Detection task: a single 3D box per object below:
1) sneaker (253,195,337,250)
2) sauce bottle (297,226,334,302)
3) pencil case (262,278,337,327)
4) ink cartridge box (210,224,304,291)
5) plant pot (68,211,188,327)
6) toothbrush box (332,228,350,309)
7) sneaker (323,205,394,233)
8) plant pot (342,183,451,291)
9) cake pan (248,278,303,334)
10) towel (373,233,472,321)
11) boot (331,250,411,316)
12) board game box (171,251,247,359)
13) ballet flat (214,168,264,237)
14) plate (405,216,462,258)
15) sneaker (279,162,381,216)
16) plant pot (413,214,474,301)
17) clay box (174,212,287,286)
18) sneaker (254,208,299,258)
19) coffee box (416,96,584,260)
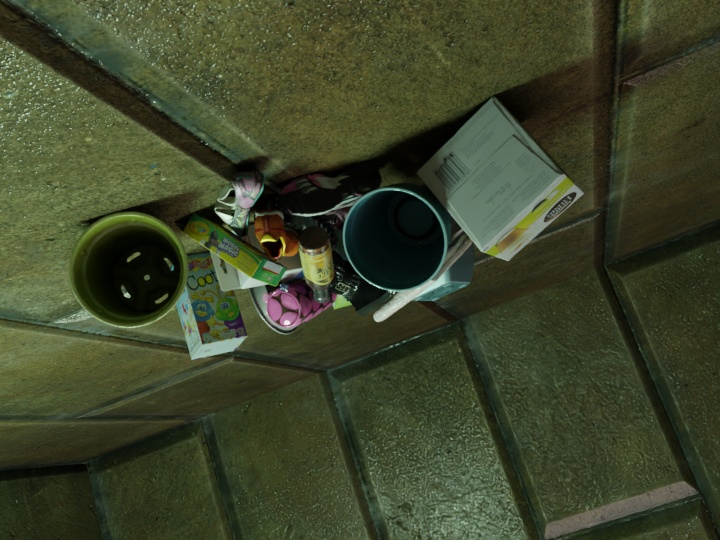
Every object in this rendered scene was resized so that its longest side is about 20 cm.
[{"bbox_3d":[-0.133,-0.087,1.600,0.090,0.067,0.200,-17,149,37],"label":"sneaker"},{"bbox_3d":[-0.084,-0.006,1.601,0.066,0.066,0.200,-17,146,-6],"label":"sauce bottle"},{"bbox_3d":[-0.128,0.059,1.727,0.094,0.091,0.200,21,-165,18],"label":"pencil case"},{"bbox_3d":[-0.200,-0.034,1.650,0.200,0.116,0.067,-11,164,-29],"label":"ink cartridge box"},{"bbox_3d":[-0.405,0.007,1.453,0.200,0.201,0.184,-17,176,-7],"label":"plant pot"},{"bbox_3d":[-0.031,-0.011,1.881,0.086,0.146,0.200,-14,165,-16],"label":"toothbrush box"},{"bbox_3d":[-0.006,-0.095,1.668,0.200,0.116,0.076,-14,164,-18],"label":"sneaker"},{"bbox_3d":[0.090,-0.083,1.556,0.200,0.200,0.188,-26,-172,24],"label":"plant pot"},{"bbox_3d":[-0.178,0.042,1.777,0.037,0.200,0.200,-22,165,24],"label":"cake pan"},{"bbox_3d":[0.131,0.016,1.679,0.191,0.032,0.200,-42,180,-45],"label":"towel"},{"bbox_3d":[-0.001,0.002,1.676,0.211,0.158,0.079,-41,-167,42],"label":"boot"},{"bbox_3d":[-0.329,0.073,1.707,0.103,0.200,0.105,-10,162,-29],"label":"board game box"},{"bbox_3d":[-0.222,-0.122,1.429,0.071,0.069,0.200,5,156,-15],"label":"ballet flat"},{"bbox_3d":[0.111,-0.069,1.743,0.199,0.032,0.200,9,-149,32],"label":"plate"},{"bbox_3d":[-0.058,-0.139,1.525,0.200,0.080,0.086,-13,166,-17],"label":"sneaker"},{"bbox_3d":[0.164,-0.037,1.923,0.196,0.200,0.196,-28,163,30],"label":"plant pot"},{"bbox_3d":[-0.246,-0.045,1.509,0.048,0.200,0.115,-57,160,2],"label":"clay box"},{"bbox_3d":[-0.161,-0.053,1.502,0.073,0.077,0.200,-4,166,10],"label":"sneaker"},{"bbox_3d":[0.266,-0.163,1.498,0.200,0.200,0.198,-43,159,16],"label":"coffee box"}]
